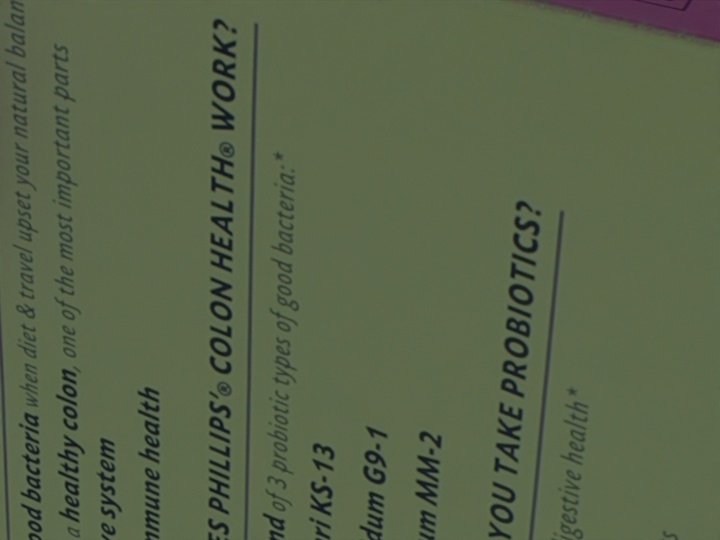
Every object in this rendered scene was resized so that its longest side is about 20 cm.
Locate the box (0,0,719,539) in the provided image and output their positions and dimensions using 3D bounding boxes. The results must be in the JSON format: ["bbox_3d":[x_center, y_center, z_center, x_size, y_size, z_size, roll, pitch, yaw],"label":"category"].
[{"bbox_3d":[-0.016,0.002,0.426,0.097,0.198,0.177,-50,149,-53],"label":"box"}]
